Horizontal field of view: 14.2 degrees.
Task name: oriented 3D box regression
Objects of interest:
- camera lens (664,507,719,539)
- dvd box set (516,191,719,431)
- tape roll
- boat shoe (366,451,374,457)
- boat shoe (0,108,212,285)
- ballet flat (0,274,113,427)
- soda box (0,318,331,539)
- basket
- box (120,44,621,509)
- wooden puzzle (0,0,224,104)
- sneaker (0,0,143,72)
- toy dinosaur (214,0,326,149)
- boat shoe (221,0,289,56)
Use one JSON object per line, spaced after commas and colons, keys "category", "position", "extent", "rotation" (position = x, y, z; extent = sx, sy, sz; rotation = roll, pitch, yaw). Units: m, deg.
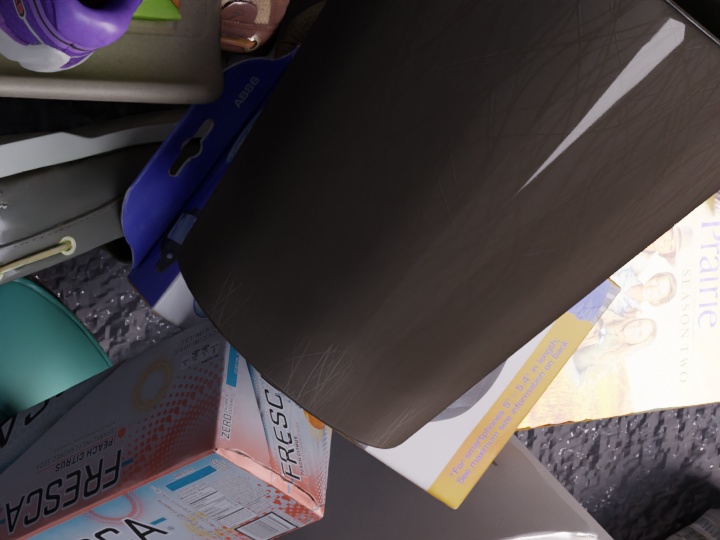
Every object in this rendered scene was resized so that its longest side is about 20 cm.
{"category": "camera lens", "position": [0.175, 0.231, 1.496], "extent": [0.200, 0.160, 0.160], "rotation": [-41, 132, -3]}
{"category": "dvd box set", "position": [0.116, -0.002, 1.367], "extent": [0.199, 0.029, 0.147], "rotation": [-5, 102, -29]}
{"category": "tape roll", "position": [0.026, 0.173, 1.380], "extent": [0.202, 0.139, 0.204], "rotation": [-16, 127, -22]}
{"category": "boat shoe", "position": [0.066, 0.006, 1.267], "extent": [0.200, 0.068, 0.072], "rotation": [-37, 153, -15]}
{"category": "boat shoe", "position": [-0.102, -0.031, 1.185], "extent": [0.201, 0.072, 0.061], "rotation": [-13, 98, -46]}
{"category": "ballet flat", "position": [-0.178, 0.018, 1.197], "extent": [0.200, 0.075, 0.068], "rotation": [41, 64, -42]}
{"category": "soda box", "position": [-0.102, 0.088, 1.164], "extent": [0.199, 0.069, 0.063], "rotation": [-26, 134, 35]}
{"category": "basket", "position": [0.036, -0.045, 1.063], "extent": [0.180, 0.136, 0.200], "rotation": [39, 104, -13]}
{"category": "box", "position": [0.000, 0.000, 1.173], "extent": [0.200, 0.041, 0.119], "rotation": [34, 95, -33]}
{"category": "wooden puzzle", "position": [-0.128, -0.165, 1.070], "extent": [0.184, 0.037, 0.201], "rotation": [0, 87, -32]}
{"category": "sneaker", "position": [-0.068, -0.161, 1.041], "extent": [0.080, 0.083, 0.201], "rotation": [27, 77, -30]}
{"category": "toy dinosaur", "position": [0.009, -0.081, 1.232], "extent": [0.199, 0.103, 0.077], "rotation": [-18, 166, -27]}
{"category": "boat shoe", "position": [-0.113, -0.110, 1.158], "extent": [0.199, 0.072, 0.072], "rotation": [-5, 120, -37]}
